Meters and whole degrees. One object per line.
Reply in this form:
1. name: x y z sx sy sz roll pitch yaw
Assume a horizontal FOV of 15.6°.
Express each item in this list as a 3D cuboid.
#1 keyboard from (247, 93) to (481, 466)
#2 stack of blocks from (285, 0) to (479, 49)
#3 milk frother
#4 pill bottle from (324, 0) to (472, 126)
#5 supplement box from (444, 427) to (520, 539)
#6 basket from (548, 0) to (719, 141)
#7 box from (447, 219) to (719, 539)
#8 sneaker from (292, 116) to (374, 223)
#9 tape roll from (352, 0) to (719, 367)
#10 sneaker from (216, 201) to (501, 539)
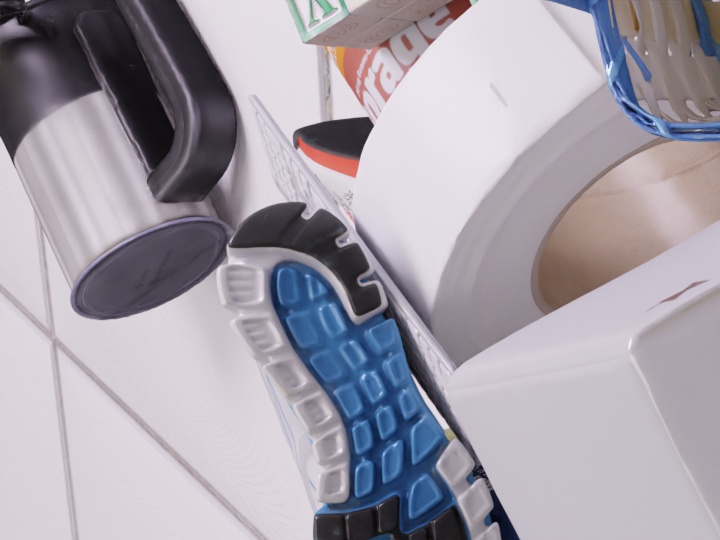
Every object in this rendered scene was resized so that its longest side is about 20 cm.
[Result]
1. keyboard: 0.000 0.000 1.079 0.200 0.011 0.056 54 172 44
2. stack of blocks: 0.054 -0.169 1.141 0.199 0.058 0.116 -29 76 29
3. milk frother: -0.197 -0.083 1.670 0.189 0.199 0.181 62 149 22
4. pill bottle: 0.044 -0.111 1.252 0.201 0.112 0.113 58 151 30
5. supplement box: 0.135 0.155 1.123 0.134 0.199 0.201 20 123 59
6. basket: 0.149 -0.118 0.864 0.175 0.200 0.140 -16 76 25
7. box: 0.165 0.057 0.804 0.172 0.199 0.199 61 166 -1
8. sneaker: 0.026 -0.015 1.402 0.201 0.067 0.109 24 123 56
9. tape roll: 0.098 -0.040 1.081 0.071 0.201 0.203 55 149 35
10. sneaker: 0.005 0.072 1.053 0.087 0.074 0.201 80 171 -81
